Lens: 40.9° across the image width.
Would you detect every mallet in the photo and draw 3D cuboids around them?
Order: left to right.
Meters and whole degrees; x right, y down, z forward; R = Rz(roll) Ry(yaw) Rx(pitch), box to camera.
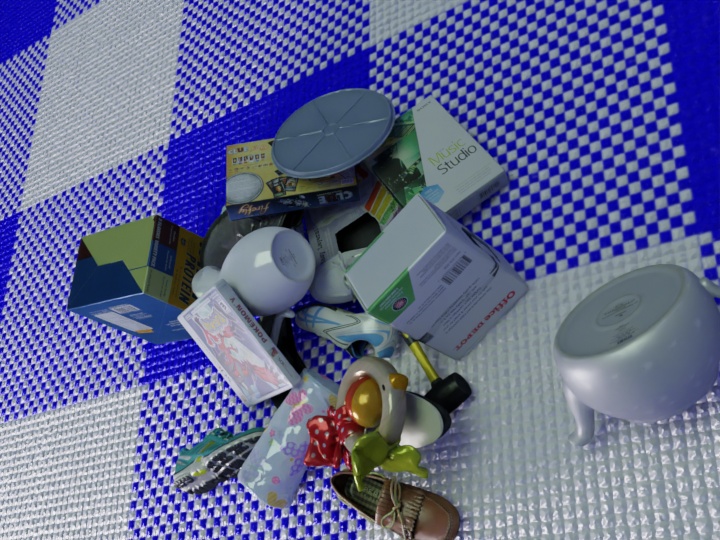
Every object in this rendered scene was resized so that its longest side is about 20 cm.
[{"bbox_3d":[0.083,0.101,1.305,0.066,0.041,0.201,-33,67,22],"label":"mallet"}]

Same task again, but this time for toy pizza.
[{"bbox_3d":[-0.039,-0.201,1.447,0.199,0.032,0.201,-14,43,14],"label":"toy pizza"}]

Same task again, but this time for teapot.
[{"bbox_3d":[0.324,0.097,1.067,0.197,0.146,0.200,-44,15,-23],"label":"teapot"}]

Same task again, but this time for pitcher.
[{"bbox_3d":[-0.143,0.036,1.422,0.200,0.121,0.172,-30,92,44],"label":"pitcher"}]

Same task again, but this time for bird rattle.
[{"bbox_3d":[0.011,0.191,1.229,0.200,0.112,0.164,19,98,65],"label":"bird rattle"}]

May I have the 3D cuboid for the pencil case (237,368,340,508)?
[{"bbox_3d":[-0.093,0.242,1.388,0.090,0.083,0.201,32,93,25],"label":"pencil case"}]

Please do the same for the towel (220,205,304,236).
[{"bbox_3d":[-0.157,-0.044,1.572,0.171,0.048,0.202,-23,69,39],"label":"towel"}]

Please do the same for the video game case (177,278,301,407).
[{"bbox_3d":[-0.185,0.113,1.428,0.023,0.183,0.200,-40,4,-31],"label":"video game case"}]

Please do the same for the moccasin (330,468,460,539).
[{"bbox_3d":[0.043,0.301,1.248,0.201,0.078,0.074,21,87,43],"label":"moccasin"}]

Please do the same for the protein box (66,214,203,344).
[{"bbox_3d":[-0.341,0.022,1.616,0.197,0.200,0.136,-12,63,36],"label":"protein box"}]

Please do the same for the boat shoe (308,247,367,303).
[{"bbox_3d":[0.002,0.005,1.364,0.201,0.086,0.075,-13,88,25],"label":"boat shoe"}]

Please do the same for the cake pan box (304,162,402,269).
[{"bbox_3d":[0.001,-0.081,1.480,0.184,0.052,0.201,-33,52,27],"label":"cake pan box"}]

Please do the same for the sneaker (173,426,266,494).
[{"bbox_3d":[-0.217,0.277,1.485,0.199,0.077,0.080,-27,46,29],"label":"sneaker"}]

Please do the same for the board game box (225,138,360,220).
[{"bbox_3d":[-0.105,-0.150,1.472,0.198,0.035,0.136,-8,49,3],"label":"board game box"}]

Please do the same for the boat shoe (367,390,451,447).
[{"bbox_3d":[0.054,0.191,1.269,0.201,0.063,0.074,-12,85,55],"label":"boat shoe"}]

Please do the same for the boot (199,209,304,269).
[{"bbox_3d":[-0.174,-0.044,1.513,0.132,0.070,0.201,41,116,34],"label":"boot"}]

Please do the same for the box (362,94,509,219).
[{"bbox_3d":[0.100,-0.153,1.399,0.144,0.036,0.200,-35,52,-3],"label":"box"}]

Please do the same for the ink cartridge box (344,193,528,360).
[{"bbox_3d":[0.101,0.014,1.250,0.146,0.200,0.084,-46,45,13],"label":"ink cartridge box"}]

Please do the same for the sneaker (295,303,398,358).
[{"bbox_3d":[-0.027,0.089,1.414,0.199,0.072,0.073,4,82,45],"label":"sneaker"}]

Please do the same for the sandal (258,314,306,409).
[{"bbox_3d":[-0.130,0.138,1.489,0.075,0.048,0.201,-38,51,21],"label":"sandal"}]
